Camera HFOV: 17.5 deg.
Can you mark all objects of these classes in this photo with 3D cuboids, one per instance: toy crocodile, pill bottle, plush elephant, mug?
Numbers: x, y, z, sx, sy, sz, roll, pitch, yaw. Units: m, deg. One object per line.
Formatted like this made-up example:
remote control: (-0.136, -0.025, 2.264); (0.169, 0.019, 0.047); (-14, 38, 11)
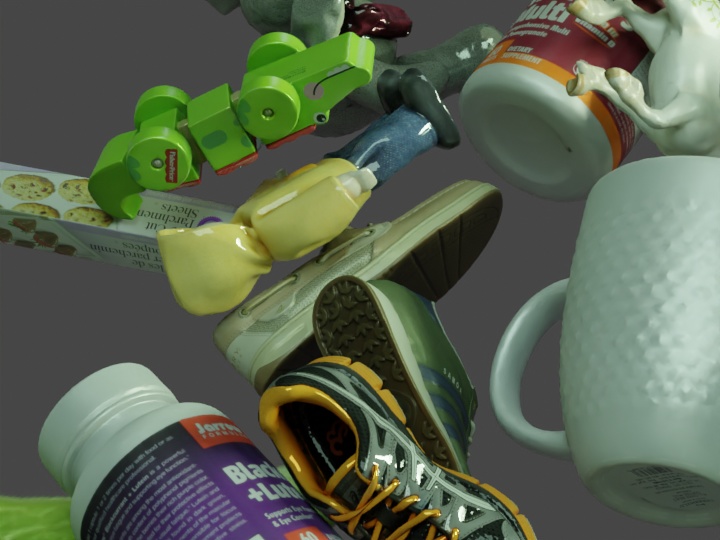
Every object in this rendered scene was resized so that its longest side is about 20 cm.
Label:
toy crocodile: (-0.079, -0.088, 1.418); (0.200, 0.062, 0.068); (-24, 31, 14)
pill bottle: (-0.090, 0.144, 1.296); (0.111, 0.111, 0.200); (-34, 57, -20)
plush elephant: (-0.023, -0.172, 1.511); (0.200, 0.155, 0.165); (-34, 57, -21)
pill bottle: (0.158, -0.146, 1.507); (0.110, 0.110, 0.200); (25, 58, 22)
mug: (0.164, 0.050, 1.335); (0.200, 0.148, 0.175); (-6, 57, 34)

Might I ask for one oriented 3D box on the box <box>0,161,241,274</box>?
box: (-0.173, -0.033, 1.488); (0.200, 0.039, 0.041); (12, 54, 13)

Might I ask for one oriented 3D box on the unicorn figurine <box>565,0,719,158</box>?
unicorn figurine: (0.185, -0.106, 1.408); (0.137, 0.074, 0.200); (24, 73, -30)

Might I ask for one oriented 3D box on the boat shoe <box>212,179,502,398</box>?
boat shoe: (0.000, 0.000, 1.431); (0.200, 0.072, 0.065); (-38, 59, -16)

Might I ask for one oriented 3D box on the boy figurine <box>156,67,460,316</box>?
boy figurine: (-0.038, -0.045, 1.425); (0.200, 0.064, 0.124); (-34, 16, -15)

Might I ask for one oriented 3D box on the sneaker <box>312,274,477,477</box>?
sneaker: (0.043, 0.096, 1.351); (0.067, 0.090, 0.200); (-28, 73, 31)

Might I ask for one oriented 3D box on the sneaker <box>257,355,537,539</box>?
sneaker: (0.017, 0.127, 1.266); (0.200, 0.077, 0.078); (42, 107, 22)
